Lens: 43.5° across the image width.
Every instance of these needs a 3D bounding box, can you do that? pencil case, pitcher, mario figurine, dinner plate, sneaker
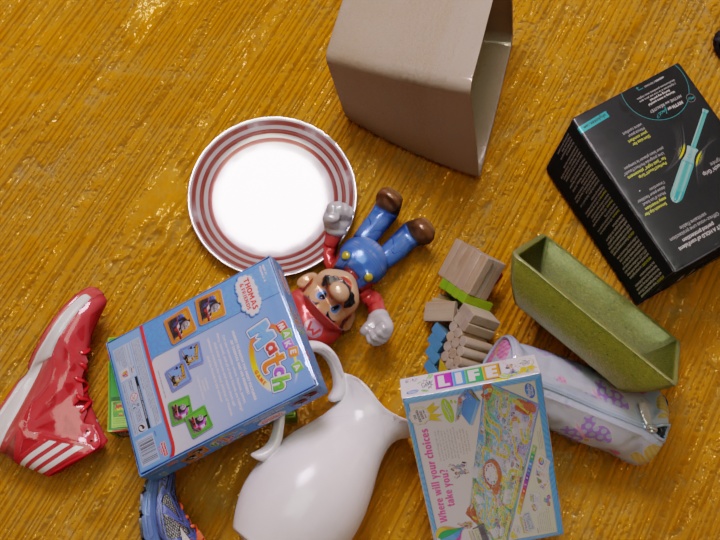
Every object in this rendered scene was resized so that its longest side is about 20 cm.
[{"bbox_3d":[0.220,0.136,0.938,0.198,0.091,0.084,21,99,-10],"label":"pencil case"},{"bbox_3d":[-0.053,0.189,0.913,0.172,0.121,0.200,45,70,-14],"label":"pitcher"},{"bbox_3d":[0.000,0.000,0.990,0.123,0.106,0.200,27,66,33],"label":"mario figurine"},{"bbox_3d":[-0.103,-0.086,1.063,0.198,0.024,0.202,0,72,0],"label":"dinner plate"},{"bbox_3d":[-0.179,0.290,0.922,0.078,0.075,0.202,-10,80,-14],"label":"sneaker"},{"bbox_3d":[-0.302,0.127,0.974,0.115,0.078,0.201,30,86,0],"label":"sneaker"}]

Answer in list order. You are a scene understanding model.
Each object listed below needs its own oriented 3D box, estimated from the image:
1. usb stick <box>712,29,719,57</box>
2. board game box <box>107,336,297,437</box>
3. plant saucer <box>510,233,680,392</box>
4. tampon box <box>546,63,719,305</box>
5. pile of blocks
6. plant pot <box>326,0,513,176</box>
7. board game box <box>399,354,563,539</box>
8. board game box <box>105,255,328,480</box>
[{"bbox_3d":[0.534,-0.319,1.144,0.199,0.033,0.056,-30,74,-11],"label":"usb stick"},{"bbox_3d":[-0.170,0.120,0.982,0.197,0.048,0.103,-4,72,-3],"label":"board game box"},{"bbox_3d":[0.243,0.049,0.959,0.199,0.200,0.048,40,109,11],"label":"plant saucer"},{"bbox_3d":[0.334,-0.094,1.018,0.149,0.126,0.201,-27,75,-10],"label":"tampon box"},{"bbox_3d":[0.117,0.070,1.006,0.062,0.082,0.202,19,78,-40],"label":"pile of blocks"},{"bbox_3d":[0.069,-0.252,1.041,0.175,0.200,0.202,10,71,14],"label":"plant pot"},{"bbox_3d":[0.123,0.187,0.895,0.133,0.034,0.202,-11,116,4],"label":"board game box"},{"bbox_3d":[-0.147,0.097,0.905,0.199,0.037,0.152,-28,62,8],"label":"board game box"}]
